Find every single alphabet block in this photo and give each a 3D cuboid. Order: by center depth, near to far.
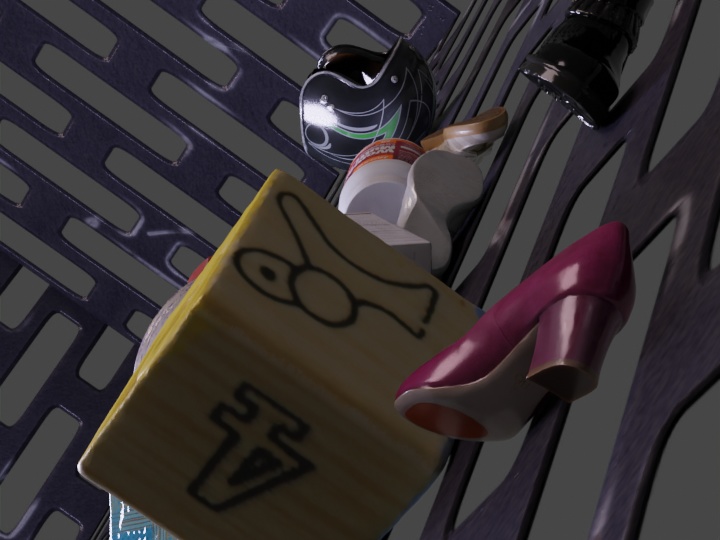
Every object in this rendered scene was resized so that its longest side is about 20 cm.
[{"bbox_3d":[-0.049,0.087,1.307,0.197,0.199,0.196,-52,6,32],"label":"alphabet block"}]

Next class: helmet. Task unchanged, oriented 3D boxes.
[{"bbox_3d":[0.017,-0.239,2.669,0.200,0.188,0.202,3,-90,-81],"label":"helmet"}]

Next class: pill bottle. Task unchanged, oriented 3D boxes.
[{"bbox_3d":[0.032,-0.073,1.994,0.110,0.109,0.200,-54,6,13],"label":"pill bottle"}]

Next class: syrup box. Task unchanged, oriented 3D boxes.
[{"bbox_3d":[0.000,0.000,1.664,0.200,0.081,0.080,-149,57,-72],"label":"syrup box"}]

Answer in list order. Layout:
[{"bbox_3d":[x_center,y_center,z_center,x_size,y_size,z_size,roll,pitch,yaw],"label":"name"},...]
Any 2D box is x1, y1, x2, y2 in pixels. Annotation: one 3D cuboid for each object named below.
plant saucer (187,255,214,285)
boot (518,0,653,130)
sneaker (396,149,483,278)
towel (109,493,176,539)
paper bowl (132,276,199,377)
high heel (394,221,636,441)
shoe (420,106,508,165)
[{"bbox_3d":[-0.075,0.032,1.784,0.200,0.198,0.037,-92,3,-68],"label":"plant saucer"},{"bbox_3d":[0.201,-0.206,1.486,0.158,0.079,0.211,-54,5,12],"label":"boot"},{"bbox_3d":[0.061,-0.038,1.786,0.201,0.075,0.089,-64,-1,-49],"label":"sneaker"},{"bbox_3d":[-0.175,0.224,1.776,0.199,0.022,0.148,-15,71,41],"label":"towel"},{"bbox_3d":[-0.079,0.100,1.503,0.202,0.200,0.104,-56,26,-8],"label":"paper bowl"},{"bbox_3d":[0.090,0.040,1.071,0.199,0.067,0.097,-21,42,54],"label":"high heel"},{"bbox_3d":[0.118,-0.135,1.972,0.069,0.054,0.200,-23,4,-12],"label":"shoe"}]
